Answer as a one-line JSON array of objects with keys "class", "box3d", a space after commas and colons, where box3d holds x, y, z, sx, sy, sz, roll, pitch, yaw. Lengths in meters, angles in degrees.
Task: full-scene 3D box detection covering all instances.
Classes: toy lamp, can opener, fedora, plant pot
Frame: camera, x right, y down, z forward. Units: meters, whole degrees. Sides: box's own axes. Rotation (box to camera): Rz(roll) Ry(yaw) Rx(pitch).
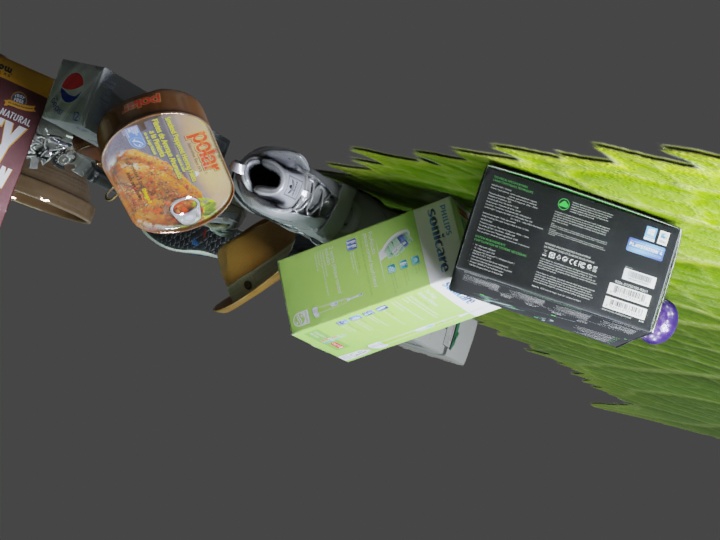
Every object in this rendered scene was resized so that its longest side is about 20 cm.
[{"class": "toy lamp", "box3d": [0.253, 0.026, 1.382, 0.058, 0.059, 0.199, 13, 169, 46]}, {"class": "can opener", "box3d": [-0.358, -0.152, 1.844, 0.199, 0.053, 0.067, 27, -158, -51]}, {"class": "fedora", "box3d": [-0.136, -0.021, 1.850, 0.082, 0.199, 0.200, 56, 170, -4]}, {"class": "plant pot", "box3d": [-0.477, -0.146, 1.987, 0.198, 0.094, 0.201, 19, 175, 2]}]

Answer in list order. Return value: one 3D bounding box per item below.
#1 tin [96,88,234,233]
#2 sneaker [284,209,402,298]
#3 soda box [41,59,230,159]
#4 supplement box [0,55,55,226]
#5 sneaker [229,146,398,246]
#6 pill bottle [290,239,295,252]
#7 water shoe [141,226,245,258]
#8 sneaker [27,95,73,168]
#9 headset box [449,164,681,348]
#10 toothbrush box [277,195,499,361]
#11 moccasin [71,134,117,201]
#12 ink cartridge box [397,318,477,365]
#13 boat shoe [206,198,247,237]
[{"class": "tin", "box3d": [-0.190, -0.105, 1.328, 0.110, 0.042, 0.201, -16, 150, -1]}, {"class": "sneaker", "box3d": [0.000, 0.000, 1.544, 0.200, 0.148, 0.077, 14, 170, 33]}, {"class": "soda box", "box3d": [-0.224, -0.143, 1.372, 0.068, 0.064, 0.199, 15, 172, 37]}, {"class": "supplement box", "box3d": [-0.454, -0.138, 1.484, 0.132, 0.203, 0.197, 22, 173, -27]}, {"class": "sneaker", "box3d": [-0.049, -0.069, 1.407, 0.198, 0.076, 0.115, 22, 176, 4]}, {"class": "pill bottle", "box3d": [0.007, 0.008, 1.713, 0.115, 0.117, 0.199, 15, 172, 36]}, {"class": "water shoe", "box3d": [-0.269, -0.055, 2.218, 0.197, 0.072, 0.079, 20, 176, 2]}, {"class": "sneaker", "box3d": [-0.369, -0.157, 1.609, 0.074, 0.083, 0.199, 23, 173, -31]}, {"class": "headset box", "box3d": [0.173, -0.006, 1.191, 0.172, 0.094, 0.200, 19, 174, 5]}, {"class": "toothbrush box", "box3d": [0.036, 0.013, 1.391, 0.198, 0.087, 0.145, -19, 159, 19]}, {"class": "moccasin", "box3d": [-0.259, -0.118, 1.560, 0.073, 0.079, 0.201, -9, 163, 20]}, {"class": "ink cartridge box", "box3d": [0.084, 0.080, 2.221, 0.145, 0.085, 0.199, 16, 173, 32]}, {"class": "boat shoe", "box3d": [-0.202, -0.081, 1.822, 0.073, 0.066, 0.202, 19, 174, 7]}]
